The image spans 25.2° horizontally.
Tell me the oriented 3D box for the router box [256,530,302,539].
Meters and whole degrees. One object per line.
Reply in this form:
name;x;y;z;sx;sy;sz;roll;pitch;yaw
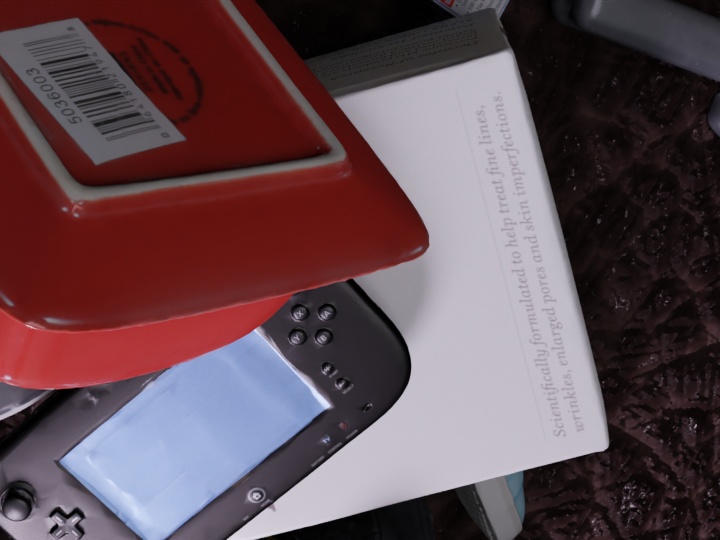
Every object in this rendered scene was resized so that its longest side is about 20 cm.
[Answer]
router box;-0.016;0.203;0.875;0.052;0.157;0.200;-48;117;0

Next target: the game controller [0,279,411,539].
game controller;-0.074;0.069;0.720;0.199;0.042;0.105;-39;103;13

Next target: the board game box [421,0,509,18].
board game box;0.034;-0.255;0.811;0.198;0.041;0.201;28;95;-28

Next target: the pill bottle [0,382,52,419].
pill bottle;-0.199;-0.037;0.712;0.105;0.106;0.202;-25;114;-13

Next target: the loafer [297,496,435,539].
loafer;0.005;0.138;0.839;0.068;0.201;0.071;-34;109;8

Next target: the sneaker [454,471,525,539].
sneaker;0.078;0.061;0.914;0.081;0.074;0.202;-20;114;-10

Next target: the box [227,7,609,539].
box;0.000;0.000;0.788;0.197;0.131;0.201;-14;106;6

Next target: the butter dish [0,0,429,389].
butter dish;-0.110;-0.026;0.632;0.198;0.201;0.148;-11;144;-42

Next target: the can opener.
can opener;0.194;-0.110;0.918;0.198;0.053;0.068;15;100;-25
